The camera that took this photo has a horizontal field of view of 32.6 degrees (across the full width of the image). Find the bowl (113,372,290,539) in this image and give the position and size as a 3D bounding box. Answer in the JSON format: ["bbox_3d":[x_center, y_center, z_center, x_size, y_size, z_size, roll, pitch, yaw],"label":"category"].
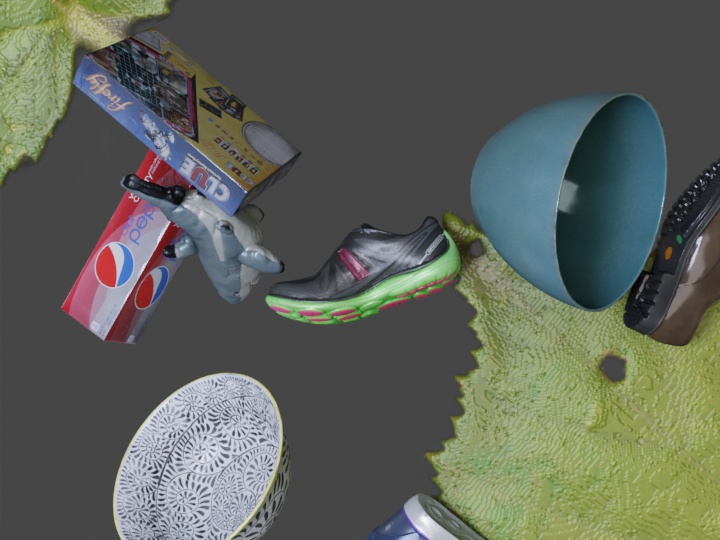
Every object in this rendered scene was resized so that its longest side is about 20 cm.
[{"bbox_3d":[-0.137,0.211,1.213,0.199,0.094,0.203,-20,48,24],"label":"bowl"}]

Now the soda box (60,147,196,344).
[{"bbox_3d":[-0.215,-0.028,1.234,0.063,0.070,0.202,31,94,20],"label":"soda box"}]

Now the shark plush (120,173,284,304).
[{"bbox_3d":[-0.152,-0.029,1.182,0.083,0.200,0.091,-37,60,13],"label":"shark plush"}]

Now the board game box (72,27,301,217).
[{"bbox_3d":[-0.165,-0.148,1.198,0.199,0.136,0.035,41,119,2],"label":"board game box"}]

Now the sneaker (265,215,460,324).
[{"bbox_3d":[0.000,0.000,1.231,0.197,0.077,0.085,-16,73,2],"label":"sneaker"}]

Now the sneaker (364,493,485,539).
[{"bbox_3d":[0.079,0.335,1.231,0.200,0.081,0.147,42,103,-1],"label":"sneaker"}]

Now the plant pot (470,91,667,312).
[{"bbox_3d":[0.183,-0.074,1.163,0.134,0.199,0.203,15,94,39],"label":"plant pot"}]

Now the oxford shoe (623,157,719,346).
[{"bbox_3d":[0.337,-0.020,1.204,0.084,0.073,0.202,25,97,-12],"label":"oxford shoe"}]
